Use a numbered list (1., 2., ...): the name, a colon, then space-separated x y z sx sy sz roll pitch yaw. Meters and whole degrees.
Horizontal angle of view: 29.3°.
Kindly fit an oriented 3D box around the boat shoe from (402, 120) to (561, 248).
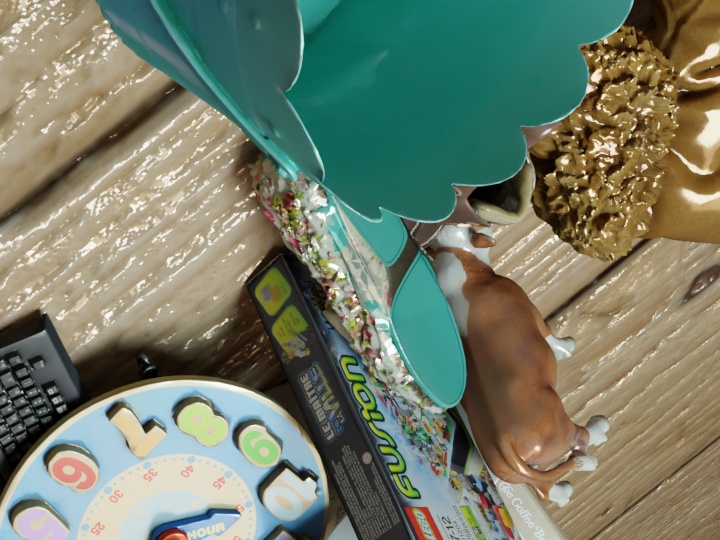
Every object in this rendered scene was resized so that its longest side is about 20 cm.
1. boat shoe: 0.061 -0.050 0.768 0.072 0.072 0.200 -41 170 -28

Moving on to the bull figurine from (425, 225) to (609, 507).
1. bull figurine: 0.093 0.052 0.867 0.065 0.200 0.121 -30 139 28

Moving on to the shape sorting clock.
1. shape sorting clock: -0.112 0.153 0.799 0.200 0.039 0.200 -11 118 -21

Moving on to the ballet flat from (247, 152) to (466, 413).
1. ballet flat: 0.000 0.000 0.773 0.076 0.064 0.200 -57 133 -38

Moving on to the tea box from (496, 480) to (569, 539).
1. tea box: 0.059 0.241 1.054 0.197 0.134 0.200 -37 -179 -3

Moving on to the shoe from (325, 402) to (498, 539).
1. shoe: 0.025 0.163 0.876 0.200 0.071 0.091 -48 166 -37

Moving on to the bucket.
1. bucket: 0.002 -0.134 0.518 0.207 0.135 0.207 -32 136 -36

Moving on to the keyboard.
1. keyboard: -0.157 0.102 0.790 0.127 0.021 0.200 -27 136 -13

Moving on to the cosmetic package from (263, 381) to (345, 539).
1. cosmetic package: -0.038 0.136 0.935 0.200 0.087 0.103 -23 145 -24

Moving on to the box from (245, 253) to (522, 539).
1. box: 0.014 0.086 0.813 0.035 0.200 0.110 -40 152 27

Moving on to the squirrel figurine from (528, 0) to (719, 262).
1. squirrel figurine: 0.177 -0.109 0.799 0.200 0.142 0.187 -24 140 -27
